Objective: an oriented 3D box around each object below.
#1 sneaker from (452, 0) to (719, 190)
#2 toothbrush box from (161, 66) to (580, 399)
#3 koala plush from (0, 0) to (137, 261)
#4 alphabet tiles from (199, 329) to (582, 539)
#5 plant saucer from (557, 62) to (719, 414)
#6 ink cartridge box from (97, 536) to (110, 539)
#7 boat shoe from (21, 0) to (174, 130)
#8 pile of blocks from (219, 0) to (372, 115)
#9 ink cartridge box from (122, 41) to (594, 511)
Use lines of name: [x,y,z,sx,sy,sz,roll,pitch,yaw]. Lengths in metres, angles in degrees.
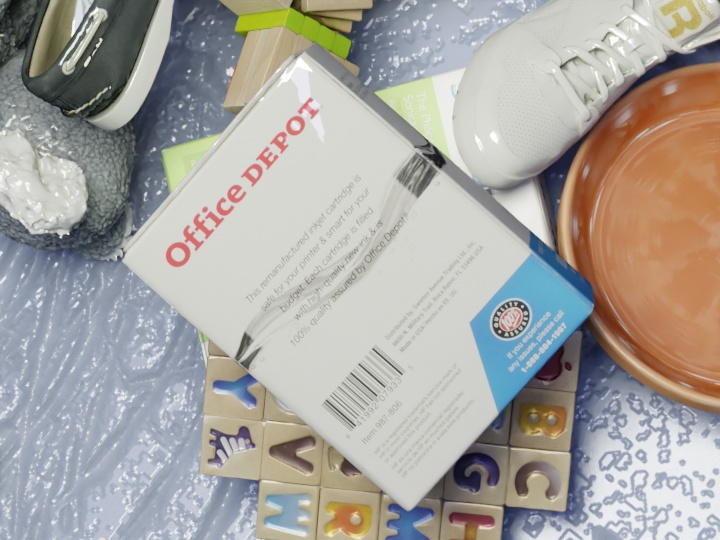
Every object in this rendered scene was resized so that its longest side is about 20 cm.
sneaker: [0.136,-0.124,1.488,0.074,0.116,0.200,53,51,-14]
toothbrush box: [0.006,-0.017,1.551,0.200,0.086,0.146,-16,78,9]
koala plush: [-0.197,-0.094,1.568,0.184,0.177,0.200,-32,83,0]
alphabet tiles: [0.015,0.071,1.498,0.200,0.006,0.166,6,99,4]
plant saucer: [0.205,-0.016,1.517,0.200,0.032,0.200,2,71,-6]
ink cartridge box: [-0.130,0.230,1.469,0.145,0.200,0.084,-45,71,0]
boat shoe: [-0.124,-0.176,1.470,0.076,0.060,0.200,-4,69,49]
pile of blocks: [-0.045,-0.168,1.519,0.062,0.082,0.200,0,93,51]
ink cartridge box: [0.000,0.000,1.443,0.200,0.084,0.145,42,100,-3]
